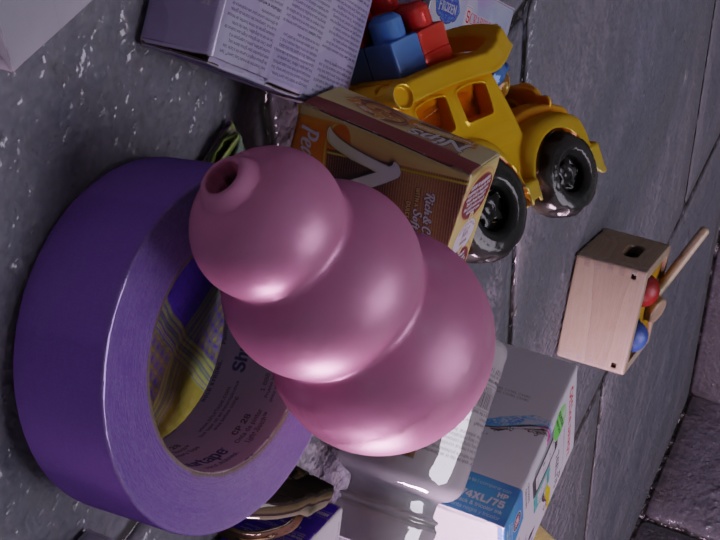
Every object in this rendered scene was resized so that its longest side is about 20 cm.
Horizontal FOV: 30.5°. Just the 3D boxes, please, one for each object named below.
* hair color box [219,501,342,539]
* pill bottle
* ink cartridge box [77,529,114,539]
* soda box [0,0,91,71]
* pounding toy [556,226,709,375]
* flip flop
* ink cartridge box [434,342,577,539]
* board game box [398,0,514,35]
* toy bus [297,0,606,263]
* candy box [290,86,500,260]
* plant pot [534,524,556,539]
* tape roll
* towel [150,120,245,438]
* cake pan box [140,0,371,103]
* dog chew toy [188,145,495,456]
[{"bbox_3d":[-0.087,0.253,0.958,0.200,0.065,0.109,-39,141,-59],"label":"hair color box"},{"bbox_3d":[0.045,0.142,1.137,0.200,0.114,0.114,-71,159,-7],"label":"pill bottle"},{"bbox_3d":[-0.101,0.274,0.779,0.084,0.175,0.200,-51,149,-46],"label":"ink cartridge box"},{"bbox_3d":[-0.121,-0.168,0.556,0.200,0.068,0.064,-56,153,-39],"label":"soda box"},{"bbox_3d":[0.393,0.028,1.895,0.200,0.142,0.184,-31,134,-60],"label":"pounding toy"},{"bbox_3d":[-0.075,0.160,0.921,0.058,0.081,0.200,-58,164,0],"label":"flip flop"},{"bbox_3d":[0.111,0.186,1.291,0.147,0.146,0.200,82,31,-48],"label":"ink cartridge box"},{"bbox_3d":[0.055,-0.134,1.064,0.200,0.041,0.200,-2,107,-68],"label":"board game box"},{"bbox_3d":[0.056,-0.110,0.917,0.200,0.136,0.192,-26,106,-38],"label":"toy bus"},{"bbox_3d":[0.000,0.000,0.827,0.055,0.115,0.200,-36,147,-59],"label":"candy box"},{"bbox_3d":[0.157,0.347,1.510,0.142,0.200,0.200,-45,155,-5],"label":"plant pot"},{"bbox_3d":[-0.093,0.040,0.725,0.200,0.066,0.200,-20,114,-54],"label":"tape roll"},{"bbox_3d":[-0.102,0.026,0.811,0.200,0.023,0.144,-63,156,-26],"label":"towel"},{"bbox_3d":[-0.042,-0.196,0.763,0.200,0.052,0.184,2,101,-69],"label":"cake pan box"},{"bbox_3d":[-0.014,0.011,0.677,0.200,0.124,0.125,46,60,-42],"label":"dog chew toy"}]
